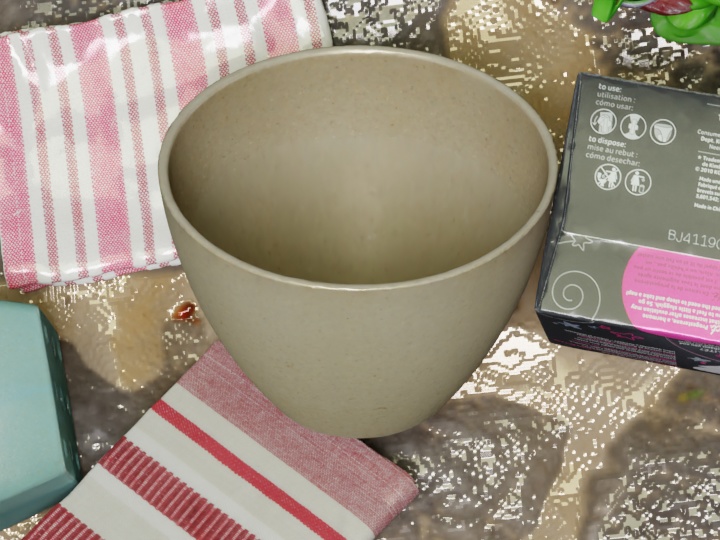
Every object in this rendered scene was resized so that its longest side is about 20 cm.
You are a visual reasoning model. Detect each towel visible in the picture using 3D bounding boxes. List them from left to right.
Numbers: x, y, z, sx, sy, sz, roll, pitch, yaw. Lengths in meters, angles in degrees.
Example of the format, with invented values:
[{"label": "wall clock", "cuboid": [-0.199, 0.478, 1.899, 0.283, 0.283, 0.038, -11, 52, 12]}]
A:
[{"label": "towel", "cuboid": [-0.108, -0.076, 1.617, 0.199, 0.030, 0.147, -11, 80, 5]}, {"label": "towel", "cuboid": [-0.086, 0.143, 1.536, 0.144, 0.023, 0.200, 34, 67, 25]}]

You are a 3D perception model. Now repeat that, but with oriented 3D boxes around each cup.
[{"label": "cup", "cuboid": [0.000, 0.000, 1.517, 0.199, 0.144, 0.201, -1, 39, 1]}]

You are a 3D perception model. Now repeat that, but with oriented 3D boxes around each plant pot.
[{"label": "plant pot", "cuboid": [-0.253, 0.086, 1.559, 0.199, 0.141, 0.142, -10, 80, -2]}]

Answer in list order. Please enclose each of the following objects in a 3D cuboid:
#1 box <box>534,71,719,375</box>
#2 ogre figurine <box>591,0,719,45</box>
[{"label": "box", "cuboid": [0.200, -0.015, 1.523, 0.199, 0.115, 0.133, 10, 81, 8]}, {"label": "ogre figurine", "cuboid": [0.152, -0.168, 1.551, 0.098, 0.120, 0.200, -41, 79, -1]}]
